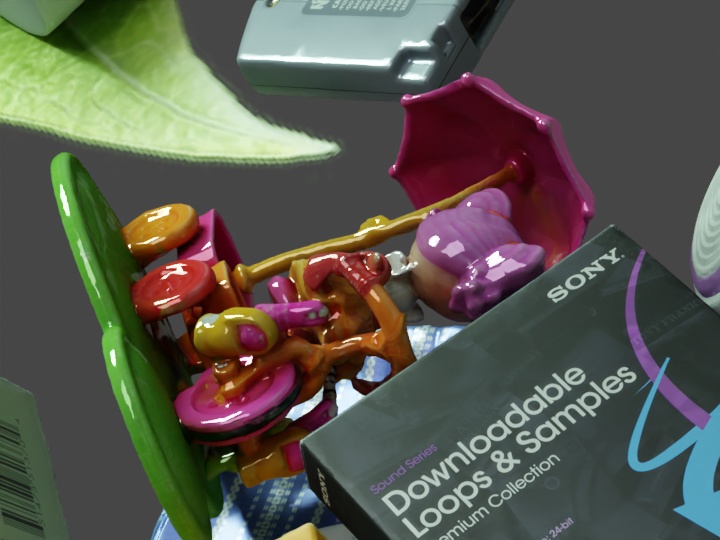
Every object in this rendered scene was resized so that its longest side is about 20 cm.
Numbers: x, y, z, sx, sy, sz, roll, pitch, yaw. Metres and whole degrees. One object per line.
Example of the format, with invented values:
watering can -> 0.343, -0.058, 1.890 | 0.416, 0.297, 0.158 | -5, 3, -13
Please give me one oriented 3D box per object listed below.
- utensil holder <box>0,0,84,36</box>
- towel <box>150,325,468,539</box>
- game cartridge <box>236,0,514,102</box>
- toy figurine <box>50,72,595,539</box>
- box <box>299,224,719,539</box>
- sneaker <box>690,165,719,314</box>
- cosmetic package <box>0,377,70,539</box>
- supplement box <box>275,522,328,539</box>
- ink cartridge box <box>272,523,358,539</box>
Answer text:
utensil holder -> -0.158, -0.251, 1.138 | 0.200, 0.170, 0.170 | -49, 42, -11
towel -> 0.011, 0.078, 0.813 | 0.200, 0.024, 0.145 | -1, 52, 33
game cartridge -> 0.027, -0.162, 1.025 | 0.133, 0.042, 0.200 | 5, 54, 42
toy figurine -> 0.000, 0.000, 0.774 | 0.184, 0.150, 0.200 | -23, 24, 0
box -> 0.094, 0.086, 0.677 | 0.143, 0.036, 0.200 | -34, 54, -18
sneaker -> 0.179, 0.004, 0.744 | 0.200, 0.099, 0.075 | -108, 40, -67
cosmetic package -> -0.228, 0.121, 0.863 | 0.200, 0.087, 0.104 | -25, 65, 13
supplement box -> -0.030, 0.194, 0.627 | 0.126, 0.074, 0.200 | -29, 48, 10
ink cartridge box -> -0.011, 0.180, 0.705 | 0.200, 0.043, 0.197 | -17, 50, 21
